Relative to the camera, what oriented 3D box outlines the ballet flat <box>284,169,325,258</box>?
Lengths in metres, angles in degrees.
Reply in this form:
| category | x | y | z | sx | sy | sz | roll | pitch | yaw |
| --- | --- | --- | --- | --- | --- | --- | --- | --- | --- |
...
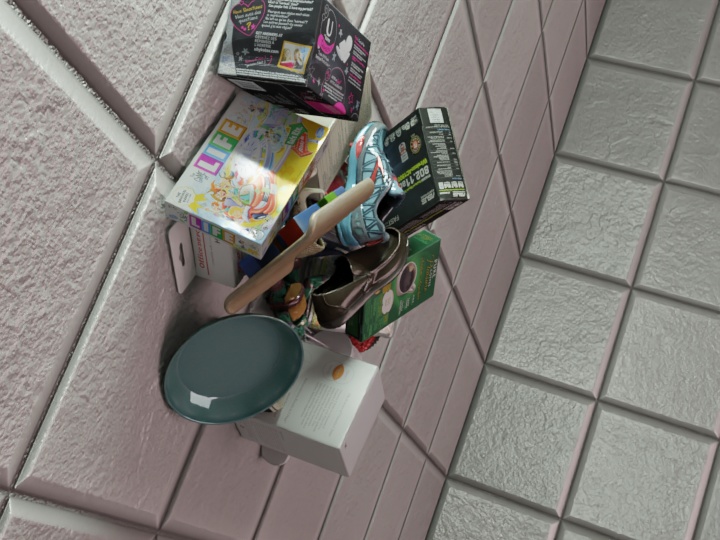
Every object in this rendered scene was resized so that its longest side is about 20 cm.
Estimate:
| category | x | y | z | sx | sy | sz | roll | pitch | yaw |
| --- | --- | --- | --- | --- | --- | --- | --- | --- | --- |
| ballet flat | -0.089 | -0.113 | 1.467 | 0.068 | 0.074 | 0.203 | -86 | 164 | -61 |

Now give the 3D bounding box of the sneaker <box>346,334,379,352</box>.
| category | x | y | z | sx | sy | sz | roll | pitch | yaw |
| --- | --- | --- | --- | --- | --- | --- | --- | --- | --- |
| sneaker | -0.008 | 0.055 | 1.873 | 0.096 | 0.078 | 0.203 | -124 | -155 | -54 |

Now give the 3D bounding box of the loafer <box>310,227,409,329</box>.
| category | x | y | z | sx | sy | sz | roll | pitch | yaw |
| --- | --- | --- | --- | --- | --- | --- | --- | --- | --- |
| loafer | 0.000 | 0.000 | 1.564 | 0.200 | 0.072 | 0.072 | -48 | 127 | -22 |

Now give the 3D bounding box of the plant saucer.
| category | x | y | z | sx | sy | sz | roll | pitch | yaw |
| --- | --- | --- | --- | --- | --- | --- | --- | --- | --- |
| plant saucer | -0.175 | 0.127 | 1.400 | 0.197 | 0.036 | 0.202 | -15 | 134 | -16 |

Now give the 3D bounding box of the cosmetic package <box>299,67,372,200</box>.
| category | x | y | z | sx | sy | sz | roll | pitch | yaw |
| --- | --- | --- | --- | --- | --- | --- | --- | --- | --- |
| cosmetic package | -0.053 | -0.216 | 1.555 | 0.104 | 0.072 | 0.201 | 85 | 28 | -49 |

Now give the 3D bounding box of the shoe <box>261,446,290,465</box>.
| category | x | y | z | sx | sy | sz | roll | pitch | yaw |
| --- | --- | --- | --- | --- | --- | --- | --- | --- | --- |
| shoe | -0.110 | 0.235 | 1.777 | 0.091 | 0.071 | 0.203 | -15 | 124 | -70 |

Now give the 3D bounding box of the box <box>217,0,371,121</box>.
| category | x | y | z | sx | sy | sz | roll | pitch | yaw |
| --- | --- | --- | --- | --- | --- | --- | --- | --- | --- |
| box | -0.081 | -0.278 | 1.330 | 0.200 | 0.130 | 0.117 | 16 | 85 | -71 |

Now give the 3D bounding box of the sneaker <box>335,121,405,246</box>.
| category | x | y | z | sx | sy | sz | roll | pitch | yaw |
| --- | --- | --- | --- | --- | --- | --- | --- | --- | --- |
| sneaker | 0.028 | -0.129 | 1.564 | 0.079 | 0.094 | 0.203 | 45 | 54 | -66 |

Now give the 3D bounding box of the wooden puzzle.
| category | x | y | z | sx | sy | sz | roll | pitch | yaw |
| --- | --- | --- | --- | --- | --- | --- | --- | --- | --- |
| wooden puzzle | -0.086 | -0.042 | 1.344 | 0.200 | 0.046 | 0.185 | -42 | 179 | 33 |

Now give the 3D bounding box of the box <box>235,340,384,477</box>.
| category | x | y | z | sx | sy | sz | roll | pitch | yaw |
| --- | --- | --- | --- | --- | --- | --- | --- | --- | --- |
| box | -0.082 | 0.210 | 1.624 | 0.107 | 0.197 | 0.154 | 78 | 35 | -55 |

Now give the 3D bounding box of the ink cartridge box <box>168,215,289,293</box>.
| category | x | y | z | sx | sy | sz | roll | pitch | yaw |
| --- | --- | --- | --- | --- | --- | --- | --- | --- | --- |
| ink cartridge box | -0.169 | -0.062 | 1.354 | 0.117 | 0.066 | 0.201 | 89 | 25 | -44 |

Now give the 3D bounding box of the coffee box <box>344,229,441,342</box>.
| category | x | y | z | sx | sy | sz | roll | pitch | yaw |
| --- | --- | --- | --- | --- | --- | --- | --- | --- | --- |
| coffee box | 0.055 | 0.024 | 1.714 | 0.199 | 0.044 | 0.125 | -31 | 137 | -39 |

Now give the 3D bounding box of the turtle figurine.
| category | x | y | z | sx | sy | sz | roll | pitch | yaw |
| --- | --- | --- | --- | --- | --- | --- | --- | --- | --- |
| turtle figurine | -0.100 | 0.044 | 1.597 | 0.151 | 0.099 | 0.202 | -66 | 149 | -41 |

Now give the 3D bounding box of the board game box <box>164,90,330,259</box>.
| category | x | y | z | sx | sy | sz | roll | pitch | yaw |
| --- | --- | --- | --- | --- | --- | --- | --- | --- | --- |
| board game box | -0.138 | -0.124 | 1.285 | 0.034 | 0.133 | 0.202 | 100 | 15 | -58 |

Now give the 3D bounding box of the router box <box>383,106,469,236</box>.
| category | x | y | z | sx | sy | sz | roll | pitch | yaw |
| --- | --- | --- | --- | --- | --- | --- | --- | --- | --- |
| router box | 0.079 | -0.148 | 1.618 | 0.061 | 0.199 | 0.152 | -6 | 76 | -32 |

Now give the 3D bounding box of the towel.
| category | x | y | z | sx | sy | sz | roll | pitch | yaw |
| --- | --- | --- | --- | --- | --- | --- | --- | --- | --- |
| towel | -0.010 | 0.021 | 1.761 | 0.197 | 0.048 | 0.174 | 9 | 97 | -31 |

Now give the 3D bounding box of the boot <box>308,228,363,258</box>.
| category | x | y | z | sx | sy | sz | roll | pitch | yaw |
| --- | --- | --- | --- | --- | --- | --- | --- | --- | --- |
| boot | -0.038 | -0.054 | 1.664 | 0.199 | 0.090 | 0.074 | 27 | 37 | -53 |

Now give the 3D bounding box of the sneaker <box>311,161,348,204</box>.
| category | x | y | z | sx | sy | sz | roll | pitch | yaw |
| --- | --- | --- | --- | --- | --- | --- | --- | --- | --- |
| sneaker | -0.045 | -0.118 | 1.694 | 0.088 | 0.073 | 0.200 | -59 | 152 | -11 |

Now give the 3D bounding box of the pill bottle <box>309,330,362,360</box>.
| category | x | y | z | sx | sy | sz | roll | pitch | yaw |
| --- | --- | --- | --- | --- | --- | --- | --- | --- | --- |
| pill bottle | -0.045 | 0.197 | 1.858 | 0.201 | 0.111 | 0.113 | 81 | 31 | -53 |

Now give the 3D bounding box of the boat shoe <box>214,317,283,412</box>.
| category | x | y | z | sx | sy | sz | roll | pitch | yaw |
| --- | --- | --- | --- | --- | --- | --- | --- | --- | --- |
| boat shoe | -0.177 | 0.145 | 1.502 | 0.201 | 0.061 | 0.075 | 61 | 20 | -45 |
